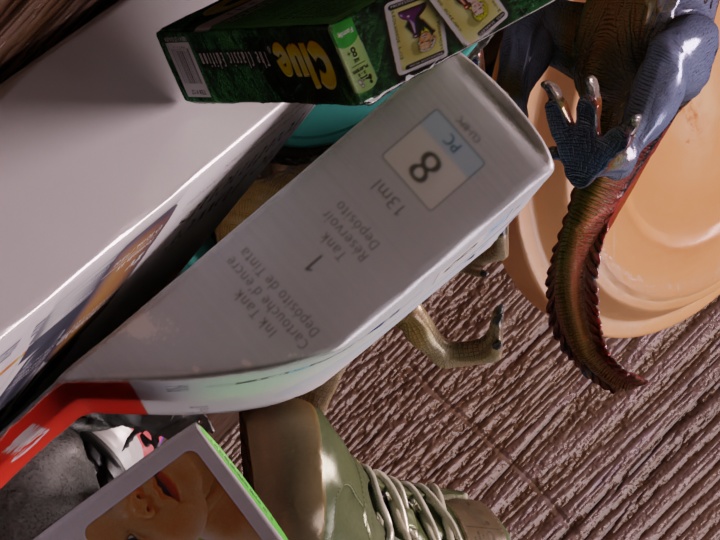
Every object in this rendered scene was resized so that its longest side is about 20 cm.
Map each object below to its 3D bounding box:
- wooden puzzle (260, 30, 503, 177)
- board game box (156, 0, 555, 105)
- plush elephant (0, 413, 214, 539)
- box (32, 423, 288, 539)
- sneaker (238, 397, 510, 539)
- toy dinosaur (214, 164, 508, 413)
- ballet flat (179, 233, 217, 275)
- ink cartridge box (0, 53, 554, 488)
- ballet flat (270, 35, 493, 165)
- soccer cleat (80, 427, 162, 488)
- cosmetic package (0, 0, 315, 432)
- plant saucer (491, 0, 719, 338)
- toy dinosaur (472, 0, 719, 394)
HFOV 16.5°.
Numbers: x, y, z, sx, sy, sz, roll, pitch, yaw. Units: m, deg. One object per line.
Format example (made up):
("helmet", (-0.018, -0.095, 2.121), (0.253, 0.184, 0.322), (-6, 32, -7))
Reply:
("wooden puzzle", (0.033, -0.070, 0.900), (0.185, 0.046, 0.200), (-45, 155, -32))
("board game box", (0.057, -0.091, 0.581), (0.200, 0.023, 0.105), (-29, -163, -19))
("plush elephant", (-0.103, 0.138, 0.865), (0.200, 0.155, 0.165), (-30, 180, 5))
("box", (-0.052, 0.171, 0.633), (0.176, 0.200, 0.097), (-36, 175, -6))
("sneaker", (0.007, 0.091, 0.852), (0.090, 0.067, 0.200), (-7, 154, -3))
("toy dinosaur", (0.000, 0.000, 0.850), (0.058, 0.101, 0.200), (-82, 175, -49))
("ballet flat", (-0.067, 0.013, 0.950), (0.068, 0.068, 0.200), (-29, 175, 11))
("ink cartridge box", (-0.041, 0.030, 0.687), (0.200, 0.047, 0.160), (-42, 178, -6))
("ballet flat", (0.024, -0.108, 0.750), (0.200, 0.068, 0.075), (-48, -161, -11))
("soccer cleat", (-0.123, 0.082, 1.149), (0.073, 0.068, 0.200), (-54, 179, -25))
("cosmetic package", (-0.094, 0.006, 0.631), (0.151, 0.052, 0.200), (-45, 179, 44))
("plant saucer", (0.125, -0.068, 0.934), (0.200, 0.032, 0.201), (-25, 126, -39))
("toy dinosaur", (0.087, -0.096, 0.829), (0.181, 0.105, 0.200), (-41, 137, -45))
